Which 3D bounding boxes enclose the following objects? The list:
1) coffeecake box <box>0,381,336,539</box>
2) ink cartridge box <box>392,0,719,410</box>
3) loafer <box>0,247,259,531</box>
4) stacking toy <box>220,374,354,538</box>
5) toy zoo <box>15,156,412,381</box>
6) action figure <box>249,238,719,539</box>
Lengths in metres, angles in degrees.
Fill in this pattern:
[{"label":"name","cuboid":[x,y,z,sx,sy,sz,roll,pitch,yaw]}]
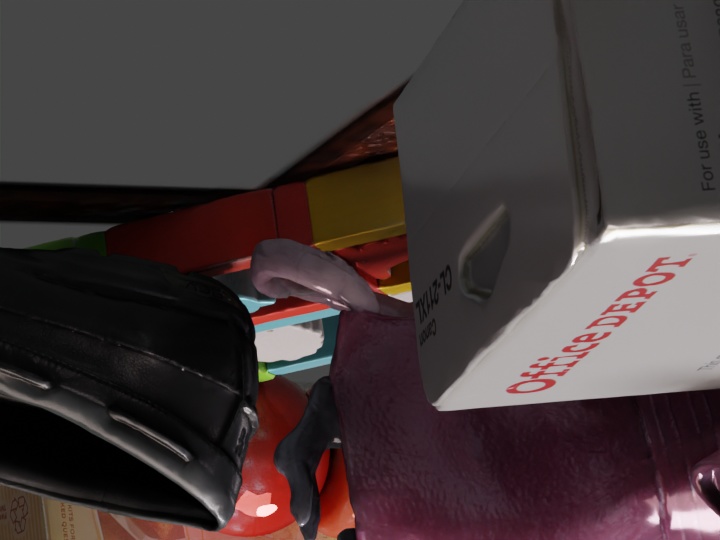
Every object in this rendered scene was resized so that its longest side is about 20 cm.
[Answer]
[{"label":"coffeecake box","cuboid":[-0.062,0.092,1.044,0.199,0.074,0.153,3,161,-35]},{"label":"ink cartridge box","cuboid":[0.120,-0.030,0.678,0.198,0.083,0.146,-4,164,-15]},{"label":"loafer","cuboid":[-0.120,0.026,0.754,0.199,0.071,0.068,10,151,-21]},{"label":"stacking toy","cuboid":[0.028,0.065,0.974,0.199,0.086,0.085,3,162,-30]},{"label":"toy zoo","cuboid":[0.000,0.000,0.845,0.199,0.021,0.131,-13,164,17]},{"label":"action figure","cuboid":[0.085,0.046,0.784,0.199,0.150,0.134,-15,172,8]}]
